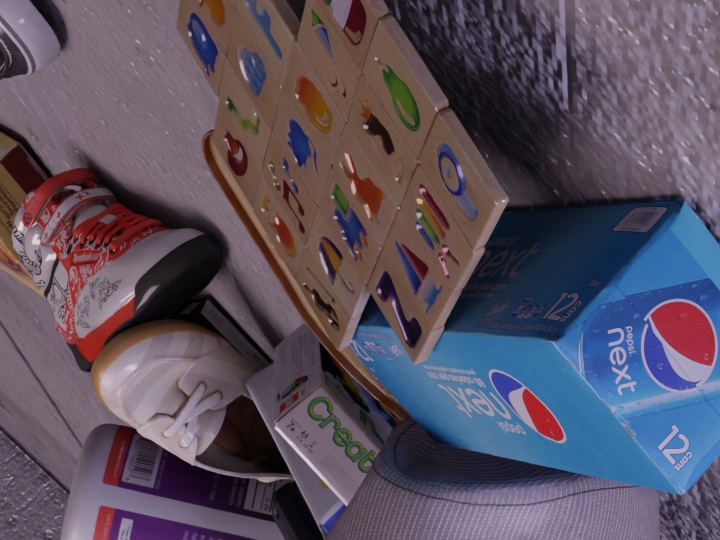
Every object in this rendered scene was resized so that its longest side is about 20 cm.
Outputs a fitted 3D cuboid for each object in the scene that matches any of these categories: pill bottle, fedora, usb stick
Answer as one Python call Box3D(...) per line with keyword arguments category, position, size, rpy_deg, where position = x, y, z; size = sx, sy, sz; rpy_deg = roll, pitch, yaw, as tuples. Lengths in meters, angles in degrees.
Box3D(category="pill bottle", position=(-0.093, 0.173, 1.326), size=(0.199, 0.113, 0.112), rpy_deg=(13, 165, -3))
Box3D(category="fedora", position=(0.051, 0.112, 0.810), size=(0.200, 0.091, 0.177), rpy_deg=(-1, -164, -42))
Box3D(category="usb stick", position=(0.001, 0.200, 1.127), size=(0.200, 0.033, 0.055), rpy_deg=(57, -178, 42))

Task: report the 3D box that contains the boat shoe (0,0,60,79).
Box3D(category="boat shoe", position=(-0.218, -0.120, 1.068), size=(0.070, 0.066, 0.200), rpy_deg=(50, 165, -22))

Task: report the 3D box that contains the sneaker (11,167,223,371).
Box3D(category="sneaker", position=(-0.150, -0.014, 1.171), size=(0.108, 0.067, 0.201), rpy_deg=(60, 154, 4))

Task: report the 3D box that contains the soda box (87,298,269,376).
Box3D(category="soda box", position=(-0.123, 0.064, 1.321), size=(0.071, 0.063, 0.200), rpy_deg=(47, 166, -12))

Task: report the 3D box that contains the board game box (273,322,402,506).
Box3D(category="board game box", position=(0.032, 0.119, 1.021), size=(0.200, 0.035, 0.126), rpy_deg=(48, -172, -12))

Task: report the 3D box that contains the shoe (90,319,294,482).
Box3D(category="shoe", position=(-0.079, 0.082, 1.179), size=(0.053, 0.070, 0.200), rpy_deg=(39, -174, 38))

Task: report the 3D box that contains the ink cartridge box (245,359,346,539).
Box3D(category="ink cartridge box", position=(0.023, 0.165, 1.132), size=(0.198, 0.047, 0.200), rpy_deg=(56, 179, -33))

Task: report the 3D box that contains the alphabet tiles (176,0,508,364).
Box3D(category="alphabet tiles", position=(-0.016, -0.049, 0.680), size=(0.167, 0.008, 0.200), rpy_deg=(58, 161, 15))

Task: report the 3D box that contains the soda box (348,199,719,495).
Box3D(category="soda box", position=(0.063, 0.023, 0.698), size=(0.068, 0.064, 0.200), rpy_deg=(49, 166, -14))

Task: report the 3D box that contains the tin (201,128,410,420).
Box3D(category="tin", position=(0.000, 0.000, 0.863), size=(0.112, 0.042, 0.200), rpy_deg=(28, 158, 39))

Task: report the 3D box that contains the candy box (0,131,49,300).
Box3D(category="candy box", position=(-0.271, -0.061, 1.397), size=(0.200, 0.055, 0.116), rpy_deg=(30, 159, 47))
